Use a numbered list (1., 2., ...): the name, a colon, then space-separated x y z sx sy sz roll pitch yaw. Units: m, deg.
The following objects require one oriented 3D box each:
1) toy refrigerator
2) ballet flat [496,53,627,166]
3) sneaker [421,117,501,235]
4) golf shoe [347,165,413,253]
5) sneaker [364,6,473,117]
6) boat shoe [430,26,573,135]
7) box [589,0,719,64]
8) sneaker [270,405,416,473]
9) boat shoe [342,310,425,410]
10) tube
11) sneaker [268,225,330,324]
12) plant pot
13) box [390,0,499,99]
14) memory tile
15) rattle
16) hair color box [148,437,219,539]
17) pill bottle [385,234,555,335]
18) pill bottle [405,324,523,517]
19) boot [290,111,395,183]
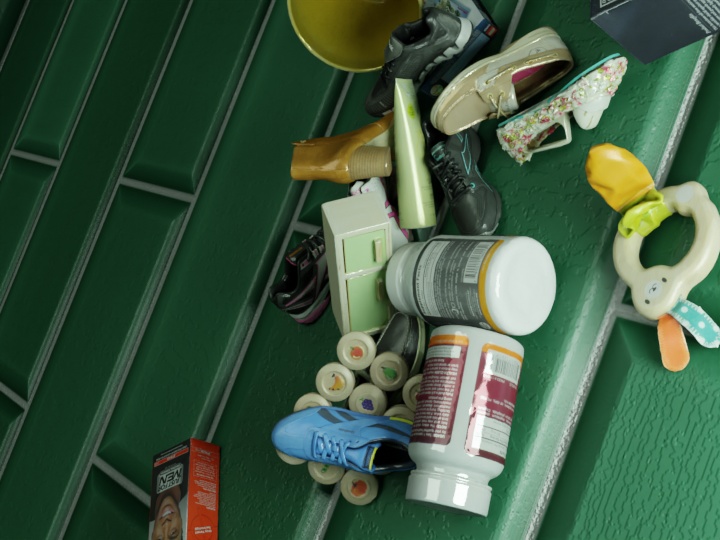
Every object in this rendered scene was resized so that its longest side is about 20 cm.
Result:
1. toy refrigerator: 0.000 0.000 1.423 0.201 0.075 0.070 86 166 -45
2. ballet flat: 0.255 -0.192 1.342 0.199 0.075 0.064 -30 81 42
3. sneaker: 0.125 -0.121 1.435 0.075 0.079 0.201 -39 47 29
4. golf shoe: 0.015 -0.081 1.532 0.072 0.092 0.201 -37 47 30
5. sneaker: 0.061 -0.298 1.530 0.200 0.090 0.067 -40 44 30
6. boat shoe: 0.183 -0.234 1.397 0.199 0.074 0.069 -35 54 3
7. box: 0.373 -0.376 1.240 0.197 0.123 0.202 -19 55 42
8. sneaker: -0.017 0.213 1.342 0.078 0.198 0.067 -55 -32 -75
9. boat shoe: 0.024 0.143 1.423 0.072 0.066 0.202 18 85 51
10. tube: 0.069 -0.158 1.471 0.058 0.051 0.202 -173 76 -68
11. sneaker: -0.063 -0.017 1.593 0.080 0.086 0.201 35 98 50
12. plant pot: 0.007 -0.413 1.601 0.199 0.200 0.142 -33 21 34
13. box: 0.113 -0.365 1.608 0.137 0.038 0.201 -46 42 24
14. memory tile: -0.004 0.188 1.383 0.201 0.153 0.017 -57 -1 12
15. rattle: 0.302 -0.016 1.129 0.129 0.143 0.202 -3 61 29
16. hair color box: -0.268 0.367 1.651 0.101 0.061 0.202 -29 52 36
17. pill bottle: 0.130 0.014 1.327 0.199 0.116 0.117 3 73 51
18. pill bottle: 0.118 0.174 1.258 0.114 0.114 0.202 -4 67 48
19. boot: -0.019 -0.175 1.507 0.143 0.071 0.202 1 26 11
